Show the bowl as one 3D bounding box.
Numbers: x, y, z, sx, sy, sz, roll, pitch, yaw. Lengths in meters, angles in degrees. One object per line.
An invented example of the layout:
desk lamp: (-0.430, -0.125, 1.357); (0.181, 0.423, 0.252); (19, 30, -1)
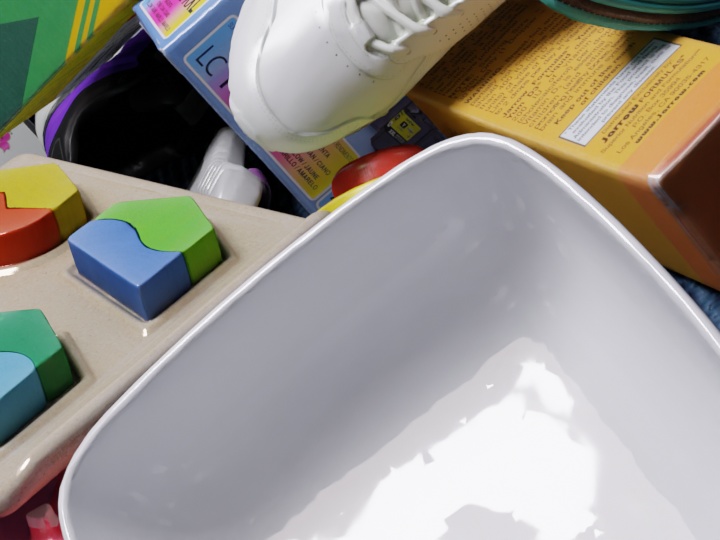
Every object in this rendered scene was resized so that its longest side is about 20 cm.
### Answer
bowl: (0.028, 0.080, 0.660); (0.200, 0.075, 0.200); (-40, 56, 5)

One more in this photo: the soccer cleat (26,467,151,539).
soccer cleat: (-0.075, 0.082, 0.792); (0.067, 0.077, 0.200); (-14, 25, 15)

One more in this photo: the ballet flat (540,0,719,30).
ballet flat: (0.133, -0.126, 0.818); (0.200, 0.068, 0.070); (-15, 0, -22)

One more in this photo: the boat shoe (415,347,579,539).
boat shoe: (0.010, 0.048, 0.786); (0.063, 0.073, 0.200); (-48, 28, -15)

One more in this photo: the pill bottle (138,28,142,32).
pill bottle: (-0.212, -0.154, 1.329); (0.200, 0.109, 0.109); (-4, 46, 51)

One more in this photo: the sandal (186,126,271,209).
sandal: (-0.060, -0.014, 0.992); (0.083, 0.050, 0.203); (-60, 8, 7)

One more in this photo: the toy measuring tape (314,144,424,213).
toy measuring tape: (0.000, 0.000, 0.897); (0.200, 0.074, 0.074); (-36, 22, 53)

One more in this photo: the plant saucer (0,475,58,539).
plant saucer: (-0.132, 0.084, 0.862); (0.200, 0.051, 0.201); (0, 44, 0)

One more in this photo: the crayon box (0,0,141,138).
crayon box: (-0.102, -0.153, 1.006); (0.200, 0.051, 0.127); (-39, 5, 34)

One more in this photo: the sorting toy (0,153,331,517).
sorting toy: (-0.135, 0.011, 0.832); (0.200, 0.037, 0.185); (9, 38, 40)

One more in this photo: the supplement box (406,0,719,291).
supplement box: (0.094, -0.053, 0.827); (0.069, 0.067, 0.200); (-47, 28, -9)

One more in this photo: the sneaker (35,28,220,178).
sneaker: (-0.081, -0.106, 1.122); (0.200, 0.070, 0.100); (-43, 23, 9)

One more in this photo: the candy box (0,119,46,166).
candy box: (-0.252, -0.020, 1.162); (0.061, 0.136, 0.200); (-14, 38, 45)

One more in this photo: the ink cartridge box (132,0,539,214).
ink cartridge box: (0.021, -0.125, 0.949); (0.200, 0.136, 0.076); (-43, 29, 1)

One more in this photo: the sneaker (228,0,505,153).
sneaker: (0.030, -0.123, 0.839); (0.200, 0.078, 0.099); (-45, 13, -11)
